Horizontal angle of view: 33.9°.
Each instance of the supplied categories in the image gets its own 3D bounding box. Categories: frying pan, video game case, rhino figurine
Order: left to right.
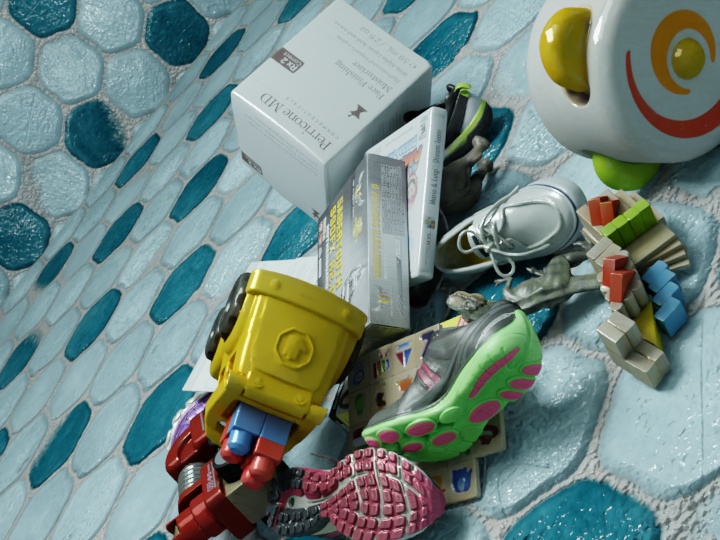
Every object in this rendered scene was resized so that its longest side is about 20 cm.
[{"bbox_3d":[0.039,-0.066,1.306,0.200,0.023,0.184,157,121,-67],"label":"video game case"},{"bbox_3d":[0.069,-0.054,1.304,0.115,0.031,0.192,-176,94,-67],"label":"frying pan"},{"bbox_3d":[0.079,-0.094,1.403,0.199,0.060,0.088,-15,39,56],"label":"rhino figurine"}]

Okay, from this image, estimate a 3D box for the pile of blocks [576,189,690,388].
[{"bbox_3d":[0.225,-0.004,0.965,0.081,0.062,0.201,-20,45,18],"label":"pile of blocks"}]

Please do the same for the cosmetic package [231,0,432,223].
[{"bbox_3d":[-0.034,-0.196,1.502,0.200,0.164,0.165,-45,-20,-21],"label":"cosmetic package"}]

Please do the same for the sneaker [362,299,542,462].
[{"bbox_3d":[0.080,0.098,1.016,0.200,0.076,0.084,-40,31,31],"label":"sneaker"}]

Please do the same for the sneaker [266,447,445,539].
[{"bbox_3d":[0.002,0.203,1.059,0.199,0.074,0.081,-10,69,47],"label":"sneaker"}]

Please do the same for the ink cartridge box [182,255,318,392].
[{"bbox_3d":[-0.103,0.074,1.405,0.173,0.044,0.201,-5,49,44],"label":"ink cartridge box"}]

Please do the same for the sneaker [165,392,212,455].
[{"bbox_3d":[-0.156,0.171,1.414,0.201,0.081,0.083,-53,29,-7],"label":"sneaker"}]

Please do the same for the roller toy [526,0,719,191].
[{"bbox_3d":[0.255,-0.190,1.063,0.183,0.200,0.140,-49,23,-13],"label":"roller toy"}]

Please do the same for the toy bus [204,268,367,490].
[{"bbox_3d":[-0.094,0.123,1.157,0.200,0.135,0.193,131,158,-60],"label":"toy bus"}]

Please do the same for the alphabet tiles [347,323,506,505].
[{"bbox_3d":[0.056,0.137,1.082,0.199,0.008,0.169,-26,57,43],"label":"alphabet tiles"}]

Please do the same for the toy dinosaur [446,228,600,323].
[{"bbox_3d":[0.180,0.007,1.077,0.199,0.048,0.088,-18,18,22],"label":"toy dinosaur"}]

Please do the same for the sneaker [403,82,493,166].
[{"bbox_3d":[0.079,-0.167,1.473,0.200,0.083,0.072,-40,24,35],"label":"sneaker"}]

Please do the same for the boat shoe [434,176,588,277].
[{"bbox_3d":[0.134,-0.034,1.158,0.086,0.075,0.201,-29,7,-33],"label":"boat shoe"}]

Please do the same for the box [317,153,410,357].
[{"bbox_3d":[0.000,0.000,1.279,0.158,0.048,0.202,132,142,-58],"label":"box"}]

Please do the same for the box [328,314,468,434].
[{"bbox_3d":[0.056,0.105,1.157,0.199,0.050,0.076,-25,34,44],"label":"box"}]

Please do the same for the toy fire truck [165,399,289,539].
[{"bbox_3d":[-0.170,0.256,1.284,0.199,0.129,0.176,-38,24,4],"label":"toy fire truck"}]
